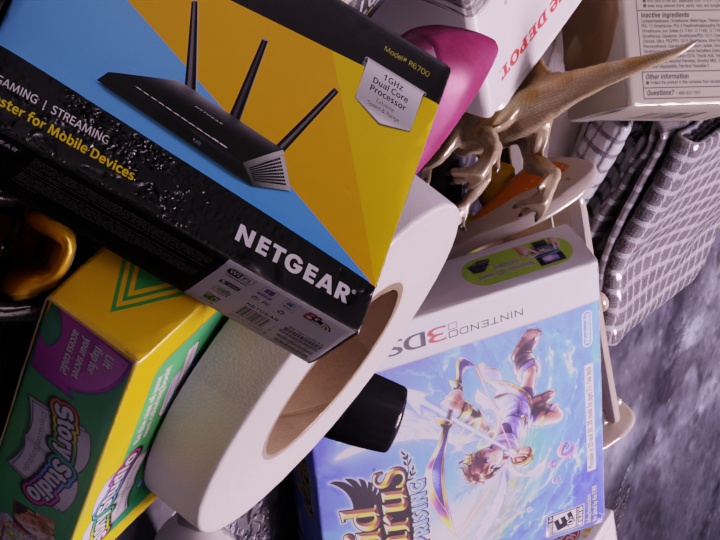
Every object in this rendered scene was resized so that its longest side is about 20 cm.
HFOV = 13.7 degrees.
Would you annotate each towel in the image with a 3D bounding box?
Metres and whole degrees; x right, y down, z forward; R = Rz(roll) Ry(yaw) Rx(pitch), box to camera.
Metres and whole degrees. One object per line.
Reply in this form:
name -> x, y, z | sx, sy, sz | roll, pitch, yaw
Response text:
towel -> 0.190, -0.051, 1.903 | 0.200, 0.086, 0.166 | -31, 154, -56

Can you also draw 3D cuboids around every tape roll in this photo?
tape roll -> -0.026, 0.038, 1.448 | 0.203, 0.037, 0.203 | -49, 168, -14

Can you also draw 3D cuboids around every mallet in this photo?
mallet -> 0.000, 0.000, 1.627 | 0.041, 0.066, 0.200 | 118, -18, -65

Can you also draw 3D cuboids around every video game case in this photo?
video game case -> 0.050, 0.088, 1.720 | 0.181, 0.045, 0.200 | -17, 128, -15

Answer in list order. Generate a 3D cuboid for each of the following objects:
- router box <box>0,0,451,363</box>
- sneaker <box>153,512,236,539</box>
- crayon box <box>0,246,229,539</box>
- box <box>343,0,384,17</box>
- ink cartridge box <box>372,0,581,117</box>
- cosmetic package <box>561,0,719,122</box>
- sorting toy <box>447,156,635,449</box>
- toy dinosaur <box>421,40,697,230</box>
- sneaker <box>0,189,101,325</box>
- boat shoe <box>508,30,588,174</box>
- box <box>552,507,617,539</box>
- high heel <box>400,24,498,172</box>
router box -> -0.072, -0.072, 1.316 | 0.200, 0.051, 0.149 | 30, 59, -18
sneaker -> -0.098, 0.224, 1.599 | 0.080, 0.070, 0.201 | -27, 129, -51
crayon box -> -0.095, 0.037, 1.420 | 0.173, 0.058, 0.200 | -43, 165, -38
box -> -0.057, -0.131, 1.462 | 0.200, 0.049, 0.161 | -54, 153, -27
ink cartridge box -> 0.057, -0.207, 1.624 | 0.146, 0.084, 0.200 | -53, 147, -33
cosmetic package -> 0.173, -0.190, 1.758 | 0.105, 0.071, 0.200 | -1, 86, -27
sorting toy -> 0.058, 0.044, 1.768 | 0.180, 0.107, 0.200 | -36, 134, -27
toy dinosaur -> 0.086, -0.083, 1.664 | 0.058, 0.200, 0.101 | 36, 55, -33
sneaker -> -0.155, -0.005, 1.344 | 0.200, 0.082, 0.078 | 1, 103, -63
boat shoe -> 0.143, -0.141, 1.841 | 0.071, 0.069, 0.200 | -10, 115, -64
box -> 0.073, 0.234, 1.879 | 0.200, 0.112, 0.101 | -53, 148, -36
high heel -> 0.005, -0.044, 1.584 | 0.096, 0.067, 0.200 | -8, 129, -39
